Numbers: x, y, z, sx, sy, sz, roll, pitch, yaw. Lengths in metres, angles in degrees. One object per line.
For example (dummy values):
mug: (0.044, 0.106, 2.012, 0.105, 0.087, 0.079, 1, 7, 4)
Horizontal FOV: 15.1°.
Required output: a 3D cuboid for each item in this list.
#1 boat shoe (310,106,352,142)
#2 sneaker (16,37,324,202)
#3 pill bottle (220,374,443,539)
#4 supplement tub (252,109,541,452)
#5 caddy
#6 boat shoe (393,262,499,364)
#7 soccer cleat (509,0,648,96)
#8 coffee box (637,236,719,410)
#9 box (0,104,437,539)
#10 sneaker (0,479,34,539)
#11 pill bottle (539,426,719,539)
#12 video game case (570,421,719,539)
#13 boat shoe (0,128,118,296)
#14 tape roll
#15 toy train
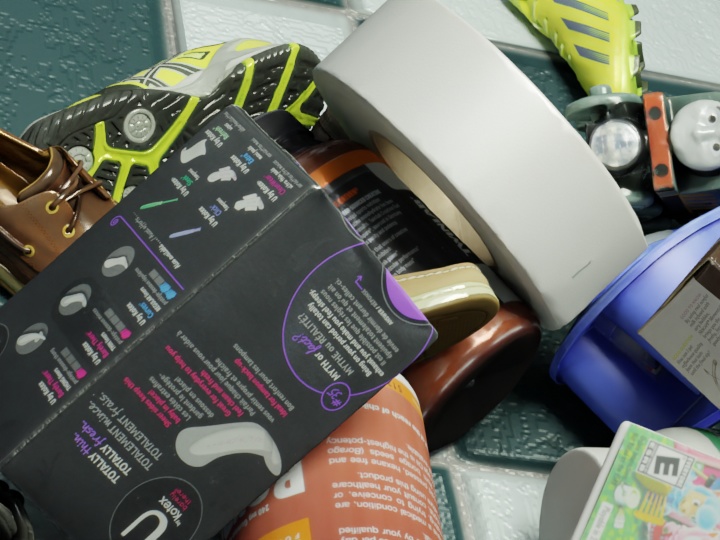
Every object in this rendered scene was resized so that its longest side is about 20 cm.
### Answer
boat shoe: (0.058, -0.072, 1.652, 0.200, 0.060, 0.072, 3, 47, -27)
sneaker: (-0.117, -0.083, 1.573, 0.200, 0.075, 0.076, -19, 22, -32)
pill bottle: (-0.012, 0.147, 1.351, 0.112, 0.112, 0.200, 10, 44, -20)
supplement tub: (0.000, 0.000, 1.511, 0.200, 0.107, 0.107, 46, 44, 18)
caddy: (0.195, 0.020, 1.574, 0.105, 0.141, 0.200, 48, 43, 16)
boat shoe: (-0.028, 0.023, 1.423, 0.200, 0.074, 0.066, -15, 67, 9)
soccer cleat: (0.142, -0.172, 1.814, 0.084, 0.065, 0.200, -11, 53, 1)
coffee box: (0.262, 0.052, 1.440, 0.200, 0.080, 0.113, 43, 49, 3)
box: (-0.085, 0.039, 1.315, 0.122, 0.200, 0.106, 51, -4, -37)
sneaker: (-0.197, 0.115, 1.293, 0.071, 0.098, 0.201, 5, 45, -22)
pill bottle: (0.203, 0.143, 1.475, 0.200, 0.113, 0.113, 5, 46, -25)
video game case: (0.175, 0.199, 1.346, 0.182, 0.022, 0.200, 22, 80, 15)
boat shoe: (-0.172, -0.029, 1.473, 0.200, 0.068, 0.072, 28, 41, -1)
tape roll: (0.065, -0.060, 1.504, 0.071, 0.202, 0.202, -43, 72, -6)
toy train: (0.189, -0.066, 1.628, 0.114, 0.200, 0.085, -9, 81, 11)
